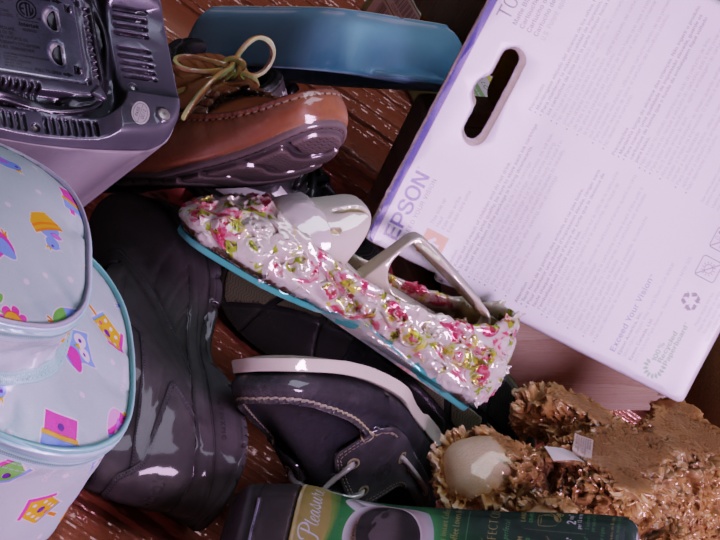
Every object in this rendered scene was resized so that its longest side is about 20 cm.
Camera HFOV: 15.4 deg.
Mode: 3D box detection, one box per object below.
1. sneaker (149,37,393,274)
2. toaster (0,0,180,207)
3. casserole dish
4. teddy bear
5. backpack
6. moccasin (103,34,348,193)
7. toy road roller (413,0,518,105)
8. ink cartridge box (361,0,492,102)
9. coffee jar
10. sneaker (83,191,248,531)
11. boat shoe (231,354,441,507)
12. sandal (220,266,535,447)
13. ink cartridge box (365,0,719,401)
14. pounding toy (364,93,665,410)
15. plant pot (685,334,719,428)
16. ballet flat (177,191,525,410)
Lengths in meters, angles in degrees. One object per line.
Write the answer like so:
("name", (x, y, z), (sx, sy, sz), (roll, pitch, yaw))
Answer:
("sneaker", (-0.052, -0.052, 1.458), (0.200, 0.098, 0.071), (39, 29, -7))
("toaster", (-0.194, -0.085, 1.270), (0.199, 0.129, 0.114), (6, 58, -35))
("casserole dish", (-0.021, -0.126, 1.517), (0.121, 0.200, 0.039), (6, 91, -35))
("teddy bear", (0.117, 0.119, 1.365), (0.145, 0.067, 0.200), (34, 28, 19))
("backpack", (-0.192, 0.026, 1.160), (0.199, 0.153, 0.176), (29, 28, -27))
("moccasin", (-0.079, -0.080, 1.350), (0.073, 0.201, 0.078), (0, 90, -33))
("toy road roller", (0.111, -0.123, 1.497), (0.199, 0.123, 0.146), (30, 50, 4))
("ink cartridge box", (0.109, -0.126, 1.777), (0.199, 0.048, 0.146), (4, 47, -43))
("coffee jar", (0.028, 0.157, 1.230), (0.199, 0.086, 0.105), (6, 36, 5))
("sneaker", (-0.115, 0.034, 1.310), (0.090, 0.076, 0.201), (13, 40, -30))
("boat shoe", (-0.007, 0.089, 1.306), (0.200, 0.071, 0.068), (45, 47, -60))
("sandal", (0.014, 0.044, 1.440), (0.201, 0.080, 0.057), (39, 17, -4))
("ink cartridge box", (0.128, -0.062, 1.401), (0.199, 0.200, 0.041), (27, 5, -13))
("pounding toy", (0.105, -0.011, 1.574), (0.183, 0.143, 0.201), (2, 45, -28))
("plant pot", (0.266, 0.075, 1.608), (0.186, 0.186, 0.201), (26, 50, -25))
("ballet flat", (0.000, 0.000, 1.347), (0.199, 0.064, 0.076), (31, 11, -26))
